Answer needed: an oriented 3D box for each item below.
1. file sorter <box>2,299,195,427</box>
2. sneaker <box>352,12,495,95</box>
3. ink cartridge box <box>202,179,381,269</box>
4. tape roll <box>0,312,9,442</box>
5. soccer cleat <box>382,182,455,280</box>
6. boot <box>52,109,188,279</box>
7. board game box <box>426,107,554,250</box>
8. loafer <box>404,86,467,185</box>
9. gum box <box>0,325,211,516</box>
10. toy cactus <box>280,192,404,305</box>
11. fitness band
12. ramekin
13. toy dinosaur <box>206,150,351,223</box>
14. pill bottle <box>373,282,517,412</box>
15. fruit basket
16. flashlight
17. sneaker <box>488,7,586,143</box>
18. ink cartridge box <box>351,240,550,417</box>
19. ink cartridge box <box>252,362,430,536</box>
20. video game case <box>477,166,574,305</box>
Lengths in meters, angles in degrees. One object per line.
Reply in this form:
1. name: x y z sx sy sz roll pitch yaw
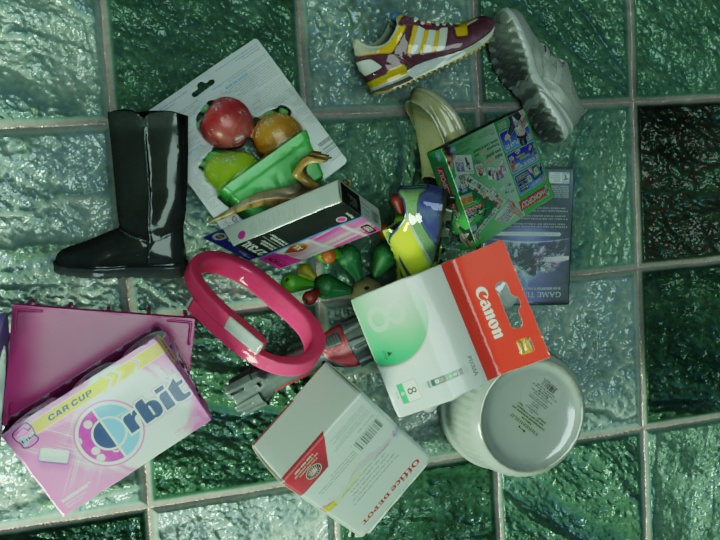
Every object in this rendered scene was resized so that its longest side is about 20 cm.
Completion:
1. file sorter: -0.311 0.109 1.006 0.200 0.125 0.139 5 95 -15
2. sneaker: 0.086 -0.312 1.108 0.200 0.075 0.090 -30 107 -12
3. ink cartridge box: -0.083 -0.046 1.004 0.200 0.095 0.037 -18 64 26
4. tape roll: -0.406 0.142 0.854 0.065 0.200 0.201 6 93 -19
5. soccer cleat: 0.066 -0.027 1.067 0.084 0.065 0.200 13 129 5
6. boot: -0.290 -0.094 1.004 0.164 0.066 0.200 0 105 -7
7. board game box: 0.178 -0.125 1.106 0.200 0.029 0.135 -30 105 -41
8. loafer: 0.111 -0.152 1.127 0.068 0.076 0.200 -33 103 -18
9. gum box: -0.272 0.161 0.921 0.200 0.066 0.114 -33 104 -9
10. toy cactus: 0.000 0.000 1.109 0.200 0.102 0.165 -34 112 -19
11. fitness band: -0.132 0.051 1.024 0.200 0.144 0.037 41 114 11
12. ramekin: 0.218 0.193 1.171 0.200 0.105 0.201 -1 95 -15
13. toy dinosaur: -0.073 -0.090 1.003 0.200 0.060 0.106 5 108 -28
14. pill bottle: 0.120 0.088 1.130 0.200 0.111 0.111 -46 104 -6
15. fruit basket: -0.147 -0.164 1.062 0.185 0.094 0.200 -38 87 -10
16. flashlight: -0.074 0.127 1.093 0.200 0.068 0.068 -27 100 3
17. sneaker: 0.249 -0.281 1.168 0.082 0.075 0.200 -40 110 -24
18. ink cartridge box: 0.109 0.073 1.021 0.200 0.050 0.161 -22 90 18
19. ink cartridge box: -0.020 0.237 1.079 0.146 0.083 0.200 -48 133 -7
20. video game case: 0.238 -0.050 1.201 0.143 0.019 0.201 0 95 -15
